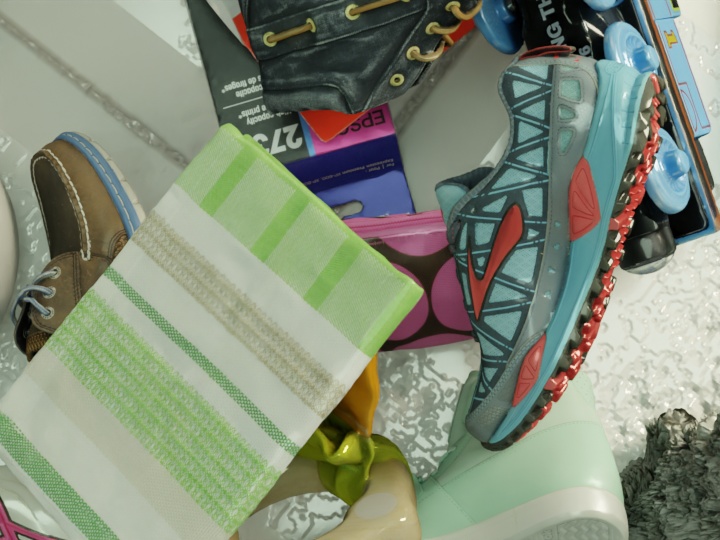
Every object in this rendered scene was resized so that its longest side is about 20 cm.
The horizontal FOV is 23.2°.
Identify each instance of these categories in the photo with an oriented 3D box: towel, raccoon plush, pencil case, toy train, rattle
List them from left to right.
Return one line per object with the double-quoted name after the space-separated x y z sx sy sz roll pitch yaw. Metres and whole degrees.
-0.077 0.047 0.841 0.149 0.031 0.200 41 93 29 "towel"
-0.077 0.100 0.850 0.198 0.144 0.131 -13 41 2 "rattle"
0.000 0.000 0.920 0.197 0.094 0.091 -9 40 -2 "pencil case"
0.129 -0.099 0.917 0.086 0.114 0.202 -21 89 34 "toy train"
0.167 0.151 0.879 0.096 0.134 0.202 28 86 4 "raccoon plush"

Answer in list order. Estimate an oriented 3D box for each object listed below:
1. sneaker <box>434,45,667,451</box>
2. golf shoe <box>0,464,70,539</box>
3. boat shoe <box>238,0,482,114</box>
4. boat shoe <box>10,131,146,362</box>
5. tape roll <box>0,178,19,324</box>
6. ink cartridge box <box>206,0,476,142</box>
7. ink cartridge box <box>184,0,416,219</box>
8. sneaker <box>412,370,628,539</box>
0.079 -0.013 0.854 0.095 0.079 0.202 22 107 16 "sneaker"
-0.186 0.133 0.932 0.198 0.073 0.093 28 77 -5 "golf shoe"
0.034 -0.134 0.871 0.198 0.071 0.092 -7 104 22 "boat shoe"
-0.142 0.023 0.922 0.072 0.072 0.202 -15 77 -31 "boat shoe"
-0.286 -0.027 0.890 0.200 0.139 0.205 -2 66 4 "tape roll"
-0.019 -0.196 0.934 0.160 0.047 0.201 -38 88 -15 "ink cartridge box"
-0.038 -0.111 0.968 0.094 0.037 0.202 -16 86 0 "ink cartridge box"
0.045 0.120 0.933 0.199 0.074 0.119 -22 42 21 "sneaker"
